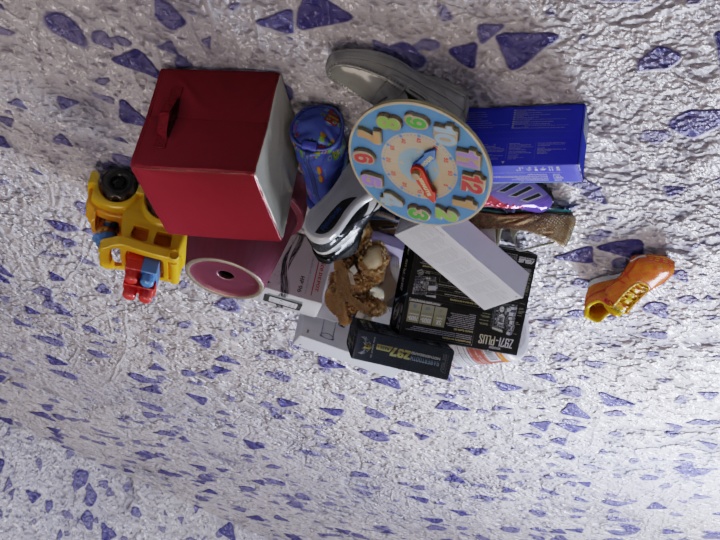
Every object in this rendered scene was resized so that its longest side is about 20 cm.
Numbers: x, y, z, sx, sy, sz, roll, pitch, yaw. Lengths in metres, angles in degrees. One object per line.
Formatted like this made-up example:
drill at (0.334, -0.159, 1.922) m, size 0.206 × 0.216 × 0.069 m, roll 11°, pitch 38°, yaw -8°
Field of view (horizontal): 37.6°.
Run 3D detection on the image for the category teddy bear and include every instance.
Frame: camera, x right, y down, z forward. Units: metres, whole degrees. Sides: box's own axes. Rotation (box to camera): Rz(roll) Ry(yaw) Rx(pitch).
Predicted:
teddy bear at (0.000, 0.000, 1.641) m, size 0.145 × 0.066 × 0.202 m, roll 40°, pitch 141°, yaw 34°

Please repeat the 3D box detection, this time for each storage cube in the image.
storage cube at (-0.193, -0.161, 1.485) m, size 0.177 × 0.173 × 0.201 m, roll 4°, pitch 151°, yaw 13°

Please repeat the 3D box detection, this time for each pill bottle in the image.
pill bottle at (0.195, 0.115, 1.902) m, size 0.198 × 0.114 × 0.112 m, roll -9°, pitch 146°, yaw 37°

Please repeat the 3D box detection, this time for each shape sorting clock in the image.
shape sorting clock at (0.075, -0.134, 1.368) m, size 0.197 × 0.040 × 0.202 m, roll 13°, pitch 137°, yaw 12°

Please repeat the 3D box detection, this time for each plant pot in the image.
plant pot at (-0.192, -0.064, 1.657) m, size 0.197 × 0.181 × 0.201 m, roll 11°, pitch 153°, yaw 5°

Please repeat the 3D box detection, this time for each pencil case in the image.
pencil case at (-0.053, -0.150, 1.537) m, size 0.077 × 0.088 × 0.201 m, roll 11°, pitch 152°, yaw 12°

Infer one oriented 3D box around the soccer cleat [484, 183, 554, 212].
soccer cleat at (0.186, -0.114, 1.514) m, size 0.198 × 0.074 × 0.068 m, roll 22°, pitch 152°, yaw -17°

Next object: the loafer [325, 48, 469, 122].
loafer at (0.047, -0.227, 1.364) m, size 0.197 × 0.071 × 0.070 m, roll 17°, pitch 153°, yaw -9°

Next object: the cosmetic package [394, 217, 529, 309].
cosmetic package at (0.150, -0.024, 1.542) m, size 0.199 × 0.051 × 0.082 m, roll 39°, pitch 146°, yaw -25°

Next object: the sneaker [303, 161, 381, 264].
sneaker at (-0.002, -0.094, 1.531) m, size 0.073 × 0.200 × 0.112 m, roll 41°, pitch 163°, yaw 22°

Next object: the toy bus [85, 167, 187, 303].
toy bus at (-0.375, -0.049, 1.753) m, size 0.197 × 0.194 × 0.136 m, roll 15°, pitch 155°, yaw -2°

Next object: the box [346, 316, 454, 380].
box at (0.059, 0.122, 1.696) m, size 0.155 × 0.052 × 0.200 m, roll 13°, pitch -178°, yaw -4°

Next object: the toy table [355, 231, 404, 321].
toy table at (0.035, 0.023, 1.793) m, size 0.197 × 0.119 × 0.184 m, roll 15°, pitch 153°, yaw -7°

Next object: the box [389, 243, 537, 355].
box at (0.160, 0.032, 1.662) m, size 0.197 × 0.167 × 0.086 m, roll 9°, pitch -174°, yaw -10°

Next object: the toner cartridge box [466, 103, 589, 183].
toner cartridge box at (0.196, -0.166, 1.391) m, size 0.197 × 0.096 × 0.043 m, roll 2°, pitch 152°, yaw 22°

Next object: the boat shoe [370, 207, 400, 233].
boat shoe at (0.056, -0.096, 1.622) m, size 0.198 × 0.073 × 0.072 m, roll 6°, pitch 159°, yaw 35°

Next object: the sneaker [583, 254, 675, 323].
sneaker at (0.431, 0.033, 1.684) m, size 0.072 × 0.078 × 0.200 m, roll 22°, pitch 150°, yaw -15°

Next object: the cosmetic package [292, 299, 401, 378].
cosmetic package at (-0.010, 0.089, 1.898) m, size 0.197 × 0.153 × 0.052 m, roll 19°, pitch 153°, yaw -14°

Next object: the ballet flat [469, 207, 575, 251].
ballet flat at (0.223, -0.063, 1.591) m, size 0.197 × 0.066 × 0.070 m, roll 4°, pitch -177°, yaw 20°

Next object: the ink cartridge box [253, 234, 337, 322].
ink cartridge box at (-0.115, 0.003, 1.819) m, size 0.197 × 0.118 × 0.068 m, roll 16°, pitch 154°, yaw -8°
